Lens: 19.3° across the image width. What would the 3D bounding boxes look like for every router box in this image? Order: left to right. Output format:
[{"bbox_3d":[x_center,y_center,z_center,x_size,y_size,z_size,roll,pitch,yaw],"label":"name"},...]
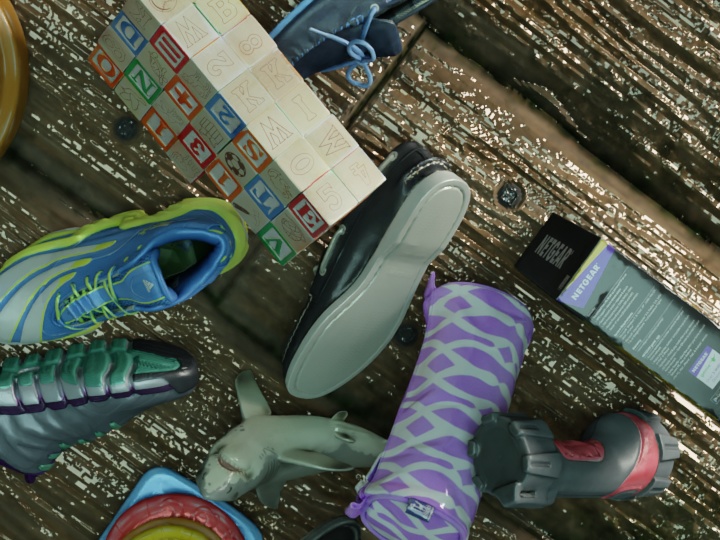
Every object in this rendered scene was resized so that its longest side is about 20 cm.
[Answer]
[{"bbox_3d":[0.193,0.033,1.439,0.157,0.200,0.052,36,93,-6],"label":"router box"}]

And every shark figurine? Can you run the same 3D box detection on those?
[{"bbox_3d":[-0.028,0.147,1.517,0.214,0.128,0.090,10,123,-22],"label":"shark figurine"}]

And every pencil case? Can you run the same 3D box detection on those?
[{"bbox_3d":[0.057,0.101,1.455,0.085,0.084,0.200,19,55,5],"label":"pencil case"}]

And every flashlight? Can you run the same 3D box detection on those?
[{"bbox_3d":[0.145,0.124,1.455,0.068,0.200,0.068,27,99,36],"label":"flashlight"}]

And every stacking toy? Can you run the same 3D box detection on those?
[{"bbox_3d":[-0.130,0.221,1.444,0.110,0.200,0.116,34,94,-7],"label":"stacking toy"}]

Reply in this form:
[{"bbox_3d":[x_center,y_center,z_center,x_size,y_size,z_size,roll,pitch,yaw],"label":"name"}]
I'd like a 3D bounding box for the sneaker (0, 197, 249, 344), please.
[{"bbox_3d":[-0.174,0.001,1.461,0.200,0.105,0.076,-24,98,0],"label":"sneaker"}]

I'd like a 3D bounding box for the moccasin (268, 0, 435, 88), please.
[{"bbox_3d":[0.008,-0.177,1.460,0.200,0.080,0.068,-40,86,3],"label":"moccasin"}]

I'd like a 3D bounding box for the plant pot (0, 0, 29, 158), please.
[{"bbox_3d":[-0.328,-0.128,1.396,0.199,0.183,0.201,0,98,-3],"label":"plant pot"}]

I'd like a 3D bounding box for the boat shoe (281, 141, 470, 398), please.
[{"bbox_3d":[0.000,0.000,1.494,0.074,0.060,0.200,9,120,-46],"label":"boat shoe"}]

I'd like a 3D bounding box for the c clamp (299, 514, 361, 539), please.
[{"bbox_3d":[-0.061,0.242,1.460,0.027,0.200,0.171,38,71,25],"label":"c clamp"}]

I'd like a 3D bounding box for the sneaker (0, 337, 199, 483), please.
[{"bbox_3d":[-0.208,0.103,1.500,0.199,0.074,0.088,-6,112,7],"label":"sneaker"}]

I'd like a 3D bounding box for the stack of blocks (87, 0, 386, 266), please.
[{"bbox_3d":[-0.086,-0.103,1.432,0.059,0.115,0.200,-40,91,-29],"label":"stack of blocks"}]
